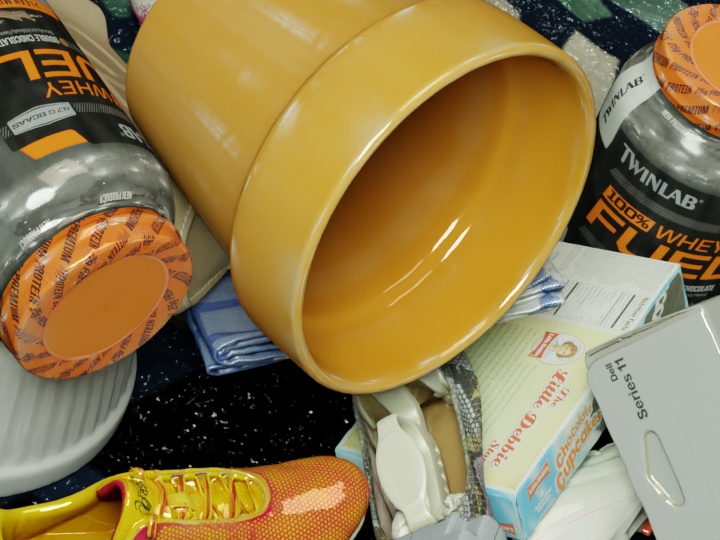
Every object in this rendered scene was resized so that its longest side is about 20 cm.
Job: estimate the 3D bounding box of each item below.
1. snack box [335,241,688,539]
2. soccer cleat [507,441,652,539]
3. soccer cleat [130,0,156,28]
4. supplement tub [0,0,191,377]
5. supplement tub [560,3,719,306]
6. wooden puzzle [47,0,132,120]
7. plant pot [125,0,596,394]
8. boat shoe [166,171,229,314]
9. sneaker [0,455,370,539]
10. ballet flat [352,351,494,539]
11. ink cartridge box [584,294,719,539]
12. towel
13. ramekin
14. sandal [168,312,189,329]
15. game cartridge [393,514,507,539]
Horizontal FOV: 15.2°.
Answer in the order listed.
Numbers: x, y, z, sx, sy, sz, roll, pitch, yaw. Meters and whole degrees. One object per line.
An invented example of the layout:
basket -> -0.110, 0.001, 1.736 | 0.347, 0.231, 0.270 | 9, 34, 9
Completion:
snack box -> 0.086, 0.059, 1.499 | 0.116, 0.037, 0.200 | 12, 44, 32
soccer cleat -> 0.122, 0.128, 1.481 | 0.077, 0.069, 0.200 | 30, 46, 12
soccer cleat -> -0.052, -0.142, 1.655 | 0.200, 0.087, 0.070 | 36, 45, 14
supplement tub -> -0.172, -0.052, 1.327 | 0.122, 0.123, 0.200 | -16, 56, -34
supplement tub -> 0.186, -0.050, 1.582 | 0.122, 0.200, 0.123 | 11, 44, -11
wooden puzzle -> -0.172, -0.110, 1.545 | 0.185, 0.046, 0.200 | 30, 18, -50
plant pot -> -0.015, -0.071, 1.358 | 0.200, 0.201, 0.183 | -22, 49, -37
boat shoe -> -0.069, -0.042, 1.468 | 0.065, 0.072, 0.200 | 5, 33, 14
sneaker -> -0.088, 0.130, 1.329 | 0.199, 0.077, 0.073 | -15, 52, -16
ballet flat -> 0.028, 0.083, 1.400 | 0.072, 0.072, 0.201 | 7, 40, -16
ink cartridge box -> 0.224, 0.081, 1.481 | 0.200, 0.083, 0.147 | -17, 82, -56
towel -> 0.000, 0.000, 1.472 | 0.199, 0.024, 0.147 | -11, 28, -9
ramekin -> -0.207, 0.011, 1.427 | 0.199, 0.105, 0.201 | 11, 45, -12
sandal -> -0.029, 0.005, 1.544 | 0.199, 0.055, 0.082 | 13, 44, -11
game cartridge -> -0.026, 0.193, 1.247 | 0.042, 0.200, 0.133 | 44, 41, -21
